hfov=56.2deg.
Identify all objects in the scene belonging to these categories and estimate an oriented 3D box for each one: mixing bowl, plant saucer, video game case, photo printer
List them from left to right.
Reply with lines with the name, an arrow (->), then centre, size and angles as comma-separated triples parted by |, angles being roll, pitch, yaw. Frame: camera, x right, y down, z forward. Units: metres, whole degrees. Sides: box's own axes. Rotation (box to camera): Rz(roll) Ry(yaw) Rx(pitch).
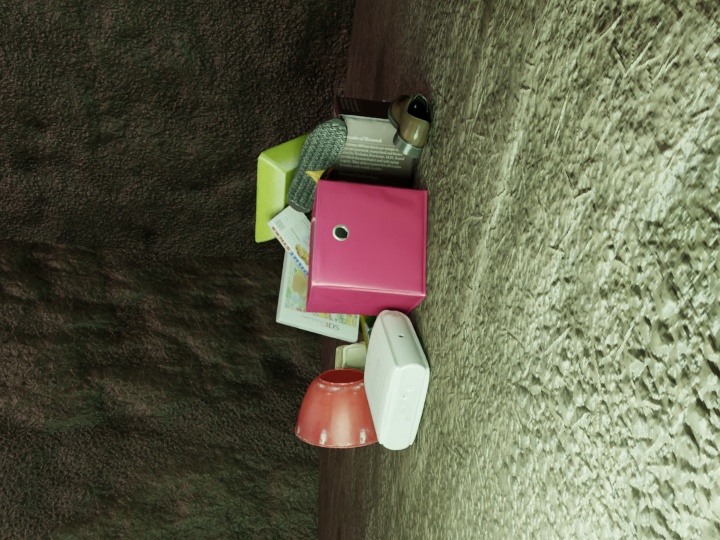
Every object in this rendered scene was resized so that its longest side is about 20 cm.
plant saucer -> -0.129, -0.169, 1.385 | 0.199, 0.047, 0.203 | -35, -37, -45
video game case -> -0.075, 0.027, 1.359 | 0.023, 0.180, 0.203 | -25, 54, 52
mixing bowl -> -0.034, 0.263, 1.345 | 0.200, 0.196, 0.111 | -122, 31, -79
photo printer -> 0.056, 0.177, 1.156 | 0.201, 0.068, 0.169 | -110, 27, -63

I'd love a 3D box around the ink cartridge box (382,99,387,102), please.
ink cartridge box -> 0.014, -0.301, 1.563 | 0.201, 0.047, 0.198 | -50, 17, 11

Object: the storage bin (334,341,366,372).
storage bin -> -0.013, 0.276, 1.647 | 0.200, 0.092, 0.202 | 134, 140, -80

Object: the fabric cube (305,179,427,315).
fabric cube -> 0.006, -0.031, 1.228 | 0.200, 0.196, 0.200 | 116, 159, -73

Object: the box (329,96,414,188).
box -> 0.018, -0.232, 1.387 | 0.167, 0.161, 0.203 | -100, 15, -64

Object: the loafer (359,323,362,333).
loafer -> 0.007, 0.128, 1.666 | 0.200, 0.070, 0.074 | 128, 146, -79

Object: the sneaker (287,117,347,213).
sneaker -> -0.080, -0.211, 1.287 | 0.202, 0.069, 0.090 | -61, 5, 29

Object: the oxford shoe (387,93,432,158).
oxford shoe -> 0.098, -0.280, 1.210 | 0.201, 0.072, 0.085 | -99, 31, -55

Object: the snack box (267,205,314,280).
snack box -> -0.098, -0.033, 1.332 | 0.072, 0.201, 0.024 | -42, 11, -34

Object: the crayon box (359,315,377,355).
crayon box -> 0.036, 0.149, 1.357 | 0.200, 0.050, 0.129 | -124, 23, -79
